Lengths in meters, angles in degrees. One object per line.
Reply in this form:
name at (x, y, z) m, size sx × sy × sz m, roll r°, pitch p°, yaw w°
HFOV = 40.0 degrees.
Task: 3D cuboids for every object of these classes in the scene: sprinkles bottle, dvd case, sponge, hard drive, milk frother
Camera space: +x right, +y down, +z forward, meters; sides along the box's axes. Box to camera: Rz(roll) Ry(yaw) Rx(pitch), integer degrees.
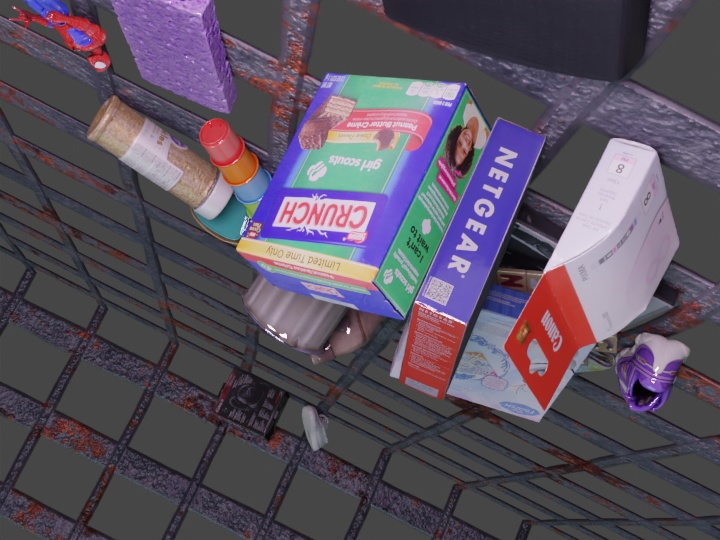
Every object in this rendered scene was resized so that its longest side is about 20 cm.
sprinkles bottle at (-0.262, -0.147, 1.310) m, size 0.199 × 0.069 × 0.068 m, roll 34°, pitch 162°, yaw -25°
dvd case at (0.228, 0.001, 1.089) m, size 0.197 × 0.025 × 0.150 m, roll 28°, pitch 163°, yaw -4°
sponge at (-0.189, -0.235, 1.005) m, size 0.110 × 0.030 × 0.200 m, roll 24°, pitch 163°, yaw 8°
hard drive at (0.095, -0.194, 0.667) m, size 0.197 × 0.043 × 0.135 m, roll 21°, pitch 163°, yaw 19°
milk frother at (0.000, 0.000, 1.129) m, size 0.198 × 0.189 × 0.181 m, roll 35°, pitch -164°, yaw -3°

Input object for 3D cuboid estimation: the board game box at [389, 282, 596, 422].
board game box at (0.148, 0.089, 1.146) m, size 0.196 × 0.044 × 0.200 m, roll 17°, pitch 145°, yaw 0°

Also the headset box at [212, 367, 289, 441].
headset box at (-0.329, 0.389, 2.904) m, size 0.197 × 0.151 × 0.077 m, roll 21°, pitch 163°, yaw 15°

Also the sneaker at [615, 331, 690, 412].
sneaker at (0.347, 0.140, 1.223) m, size 0.079 × 0.085 × 0.200 m, roll 21°, pitch 164°, yaw 16°

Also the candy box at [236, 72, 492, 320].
candy box at (0.003, -0.073, 0.894) m, size 0.167 × 0.203 × 0.077 m, roll 12°, pitch 160°, yaw 38°

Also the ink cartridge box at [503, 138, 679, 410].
ink cartridge box at (0.205, 0.015, 0.850) m, size 0.056 × 0.203 × 0.163 m, roll 18°, pitch 163°, yaw 31°

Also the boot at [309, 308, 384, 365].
boot at (-0.047, 0.023, 1.239) m, size 0.200 × 0.145 × 0.071 m, roll 47°, pitch 167°, yaw 42°

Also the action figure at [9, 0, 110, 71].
action figure at (-0.335, -0.281, 1.061) m, size 0.064 × 0.052 × 0.200 m, roll 10°, pitch 159°, yaw 34°

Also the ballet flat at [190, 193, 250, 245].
ballet flat at (-0.153, -0.060, 1.421) m, size 0.197 × 0.070 × 0.063 m, roll 23°, pitch 178°, yaw 15°

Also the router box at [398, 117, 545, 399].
router box at (0.100, -0.006, 0.910) m, size 0.048 × 0.202 × 0.180 m, roll 22°, pitch 154°, yaw 9°

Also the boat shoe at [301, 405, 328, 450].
boat shoe at (-0.128, 0.466, 2.967) m, size 0.072 × 0.068 × 0.202 m, roll 49°, pitch 156°, yaw 44°

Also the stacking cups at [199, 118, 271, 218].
stacking cups at (-0.143, -0.113, 1.246) m, size 0.060 × 0.061 × 0.200 m, roll 17°, pitch 161°, yaw 28°

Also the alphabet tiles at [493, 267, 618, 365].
alphabet tiles at (0.192, 0.053, 1.123) m, size 0.196 × 0.006 × 0.168 m, roll 5°, pitch 142°, yaw 17°

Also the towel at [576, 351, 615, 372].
towel at (0.204, 0.096, 1.255) m, size 0.197 × 0.049 × 0.170 m, roll -8°, pitch 154°, yaw 36°
